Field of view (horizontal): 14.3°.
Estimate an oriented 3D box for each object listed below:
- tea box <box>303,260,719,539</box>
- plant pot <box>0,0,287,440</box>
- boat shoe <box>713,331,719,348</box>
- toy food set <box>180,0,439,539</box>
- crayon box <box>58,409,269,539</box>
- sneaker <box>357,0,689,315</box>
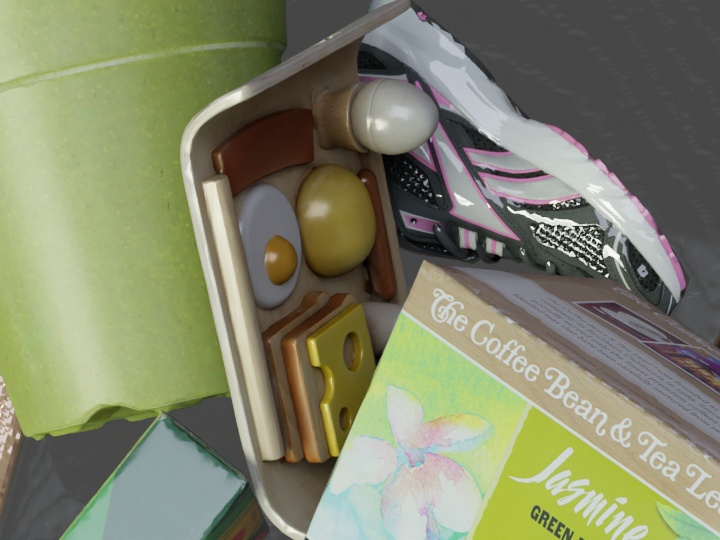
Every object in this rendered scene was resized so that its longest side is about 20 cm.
[{"bbox_3d":[0.092,0.128,1.114,0.200,0.133,0.198,34,108,37],"label":"tea box"},{"bbox_3d":[-0.104,-0.031,1.232,0.199,0.200,0.191,-12,87,-1],"label":"plant pot"},{"bbox_3d":[0.127,0.101,1.236,0.068,0.072,0.201,22,77,6],"label":"boat shoe"},{"bbox_3d":[0.000,0.000,1.193,0.060,0.143,0.201,-3,108,30],"label":"toy food set"},{"bbox_3d":[-0.121,0.162,1.201,0.051,0.127,0.200,37,81,10],"label":"crayon box"},{"bbox_3d":[0.059,-0.032,1.281,0.200,0.080,0.086,42,92,19],"label":"sneaker"}]
